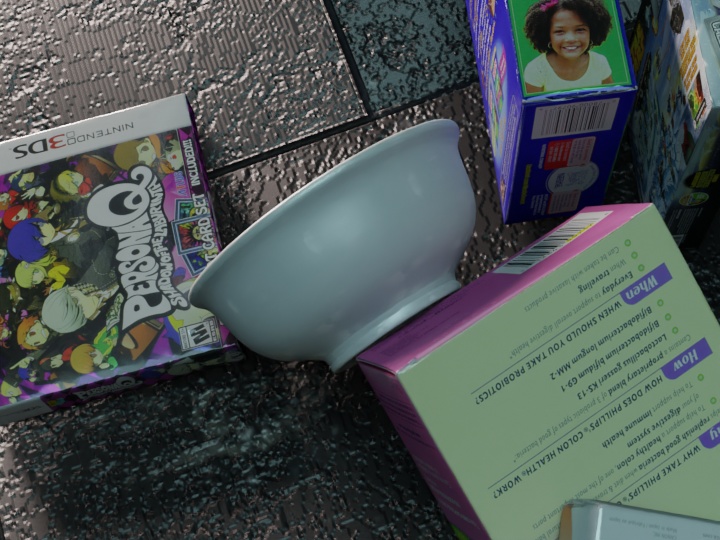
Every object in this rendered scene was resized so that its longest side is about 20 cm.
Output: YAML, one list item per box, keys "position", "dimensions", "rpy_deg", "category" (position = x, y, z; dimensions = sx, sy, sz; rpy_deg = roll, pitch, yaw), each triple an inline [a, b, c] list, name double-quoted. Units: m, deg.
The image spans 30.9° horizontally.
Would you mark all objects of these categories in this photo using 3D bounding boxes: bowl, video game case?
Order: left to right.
- position: [-0.186, -0.011, 0.907]
  dimensions: [0.179, 0.036, 0.202]
  rpy_deg: [-14, 67, 0]
  category: "video game case"
- position: [0.000, 0.000, 0.810]
  dimensions: [0.200, 0.201, 0.091]
  rpy_deg: [-33, 82, -8]
  category: "bowl"

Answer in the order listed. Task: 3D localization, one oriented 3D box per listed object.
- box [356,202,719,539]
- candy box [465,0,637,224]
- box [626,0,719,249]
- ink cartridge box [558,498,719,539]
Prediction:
- position: [0.127, 0.092, 0.754]
  dimensions: [0.175, 0.097, 0.201]
  rpy_deg: [-32, 98, -11]
  category: "box"
- position: [0.119, -0.159, 0.866]
  dimensions: [0.076, 0.169, 0.202]
  rpy_deg: [-7, 67, -1]
  category: "candy box"
- position: [0.206, -0.115, 0.822]
  dimensions: [0.039, 0.200, 0.138]
  rpy_deg: [-5, 68, 0]
  category: "box"
- position: [0.174, 0.232, 0.679]
  dimensions: [0.160, 0.050, 0.202]
  rpy_deg: [12, 80, -14]
  category: "ink cartridge box"
